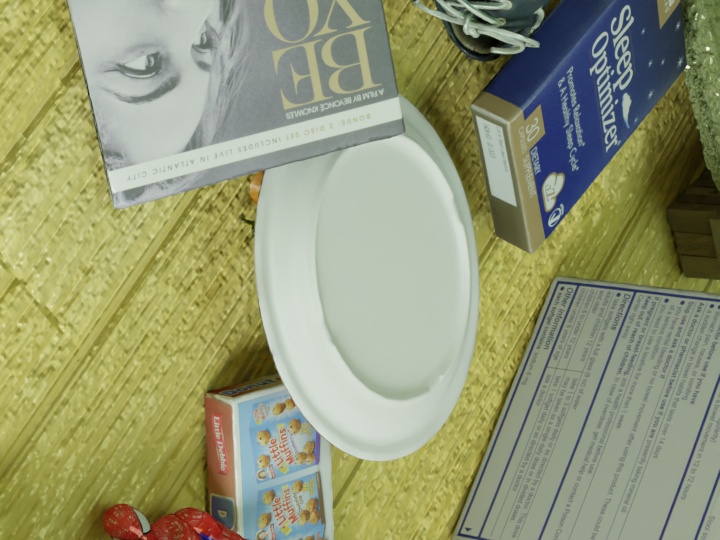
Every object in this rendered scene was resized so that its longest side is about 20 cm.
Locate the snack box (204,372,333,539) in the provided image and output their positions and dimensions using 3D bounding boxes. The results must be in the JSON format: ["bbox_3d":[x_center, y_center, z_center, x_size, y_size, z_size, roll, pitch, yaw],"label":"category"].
[{"bbox_3d":[-0.044,0.156,1.118,0.072,0.024,0.201,-13,105,-46],"label":"snack box"}]

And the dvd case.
[{"bbox_3d":[-0.065,-0.141,1.003,0.148,0.016,0.201,-15,110,-13],"label":"dvd case"}]

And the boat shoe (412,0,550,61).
[{"bbox_3d":[0.067,-0.149,1.118,0.200,0.075,0.062,133,-18,-89],"label":"boat shoe"}]

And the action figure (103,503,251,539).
[{"bbox_3d":[-0.051,0.175,1.068,0.200,0.052,0.066,40,84,-22],"label":"action figure"}]

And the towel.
[{"bbox_3d":[0.257,-0.130,1.371,0.148,0.036,0.201,-11,84,-41],"label":"towel"}]

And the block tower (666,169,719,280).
[{"bbox_3d":[0.277,-0.062,1.434,0.200,0.058,0.054,-42,124,-40],"label":"block tower"}]

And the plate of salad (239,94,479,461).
[{"bbox_3d":[0.000,0.000,1.131,0.200,0.048,0.201,12,75,-53],"label":"plate of salad"}]

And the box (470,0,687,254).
[{"bbox_3d":[0.138,-0.119,1.239,0.200,0.032,0.121,-51,150,-23],"label":"box"}]

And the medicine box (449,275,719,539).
[{"bbox_3d":[0.180,0.113,1.236,0.103,0.199,0.183,41,65,-43],"label":"medicine box"}]
